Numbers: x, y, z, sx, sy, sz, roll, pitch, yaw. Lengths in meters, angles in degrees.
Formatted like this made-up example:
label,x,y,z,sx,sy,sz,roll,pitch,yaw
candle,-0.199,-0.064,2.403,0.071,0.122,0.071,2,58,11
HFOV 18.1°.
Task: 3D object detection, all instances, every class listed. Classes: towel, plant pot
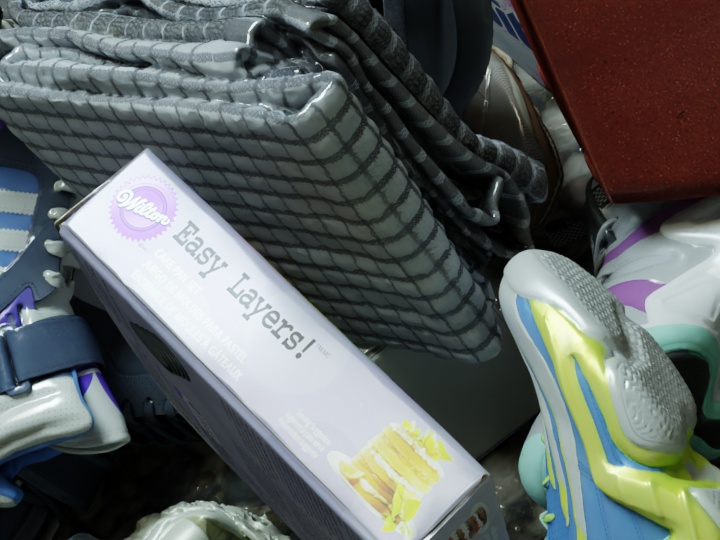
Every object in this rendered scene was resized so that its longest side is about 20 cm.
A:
label,x,y,z,sx,sy,sz,roll,pitch,yaw
towel,-0.038,-0.053,0.900,0.199,0.166,0.086,8,59,42
plant pot,0.144,-0.141,0.926,0.175,0.201,0.200,-25,26,5

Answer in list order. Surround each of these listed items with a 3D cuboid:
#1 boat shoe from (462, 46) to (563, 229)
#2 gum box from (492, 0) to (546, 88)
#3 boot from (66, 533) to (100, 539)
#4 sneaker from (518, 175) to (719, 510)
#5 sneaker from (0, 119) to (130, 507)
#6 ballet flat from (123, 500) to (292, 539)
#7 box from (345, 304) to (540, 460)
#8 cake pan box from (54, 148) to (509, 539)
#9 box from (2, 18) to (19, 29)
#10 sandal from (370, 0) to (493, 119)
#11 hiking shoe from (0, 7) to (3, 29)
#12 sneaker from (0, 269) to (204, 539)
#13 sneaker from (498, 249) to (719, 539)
label,x,y,z,sx,sy,sz,roll,pitch,yaw
boat shoe,0.054,-0.074,1.062,0.076,0.071,0.200,-61,30,18
gum box,0.065,-0.173,1.123,0.066,0.114,0.200,-39,40,-3
boot,-0.171,0.156,0.986,0.167,0.076,0.201,-31,56,18
sneaker,0.113,0.011,0.951,0.200,0.078,0.140,-39,38,-17
sneaker,-0.134,0.007,0.995,0.146,0.081,0.200,43,90,11
ballet flat,-0.048,0.136,0.951,0.072,0.072,0.199,-48,40,-13
box,0.000,0.000,1.023,0.078,0.095,0.200,-37,41,1
cake pan box,-0.019,0.065,0.859,0.052,0.200,0.184,-41,65,-10
box,-0.156,-0.095,1.153,0.082,0.069,0.199,-2,7,35
sandal,0.021,-0.094,0.922,0.042,0.201,0.077,-7,64,-9
hiking shoe,-0.201,-0.073,0.979,0.200,0.074,0.088,158,119,-69
sneaker,-0.110,0.082,1.044,0.201,0.077,0.147,19,73,36
sneaker,0.088,0.095,0.830,0.105,0.076,0.201,-38,75,18
